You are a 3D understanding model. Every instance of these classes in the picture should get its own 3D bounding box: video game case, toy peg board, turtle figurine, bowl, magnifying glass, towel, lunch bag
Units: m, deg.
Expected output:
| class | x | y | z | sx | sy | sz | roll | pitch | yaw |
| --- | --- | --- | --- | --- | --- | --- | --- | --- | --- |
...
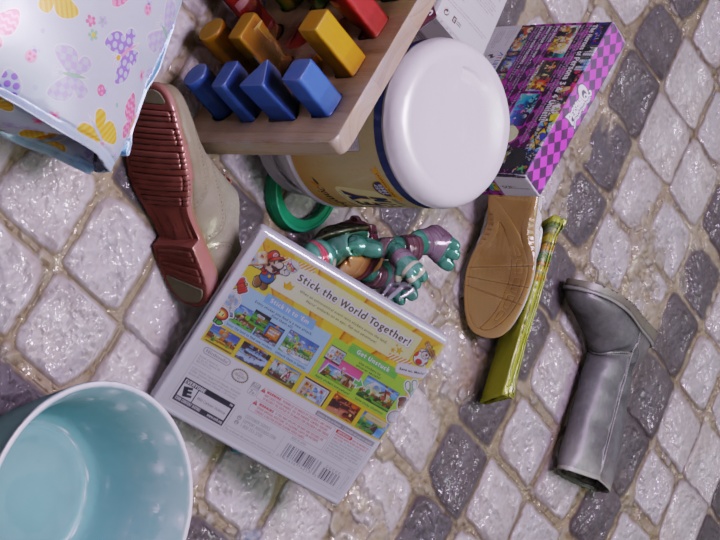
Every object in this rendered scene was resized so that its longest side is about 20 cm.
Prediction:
| class | x | y | z | sx | sy | sz | roll | pitch | yaw |
| --- | --- | --- | --- | --- | --- | --- | --- | --- | --- |
| video game case | 0.141 | -0.159 | 1.615 | 0.036 | 0.180 | 0.201 | 50 | 59 | -35 |
| toy peg board | -0.062 | -0.205 | 1.391 | 0.098 | 0.199 | 0.200 | 47 | 61 | -35 |
| turtle figurine | 0.000 | 0.000 | 1.529 | 0.199 | 0.149 | 0.102 | -8 | 81 | -53 |
| bowl | -0.240 | 0.182 | 1.306 | 0.200 | 0.105 | 0.203 | -4 | 96 | -45 |
| magnifying glass | -0.033 | -0.128 | 1.556 | 0.080 | 0.022 | 0.201 | 40 | 67 | -39 |
| towel | 0.170 | 0.043 | 1.736 | 0.018 | 0.086 | 0.201 | 20 | 77 | -7 |
| lunch bag | -0.244 | -0.185 | 1.257 | 0.199 | 0.127 | 0.171 | 27 | 77 | -32 |
| video game case | -0.053 | 0.084 | 1.440 | 0.199 | 0.023 | 0.183 | 31 | 99 | -18 |

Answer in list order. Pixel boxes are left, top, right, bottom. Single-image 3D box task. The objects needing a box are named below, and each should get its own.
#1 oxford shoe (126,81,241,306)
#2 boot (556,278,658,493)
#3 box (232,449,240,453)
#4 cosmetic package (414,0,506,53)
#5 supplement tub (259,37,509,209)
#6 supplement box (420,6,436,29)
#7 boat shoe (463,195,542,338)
| class | x | y | z | sx | sy | sz | roll | pitch | yaw |
| --- | --- | --- | --- | --- | --- | --- | --- | --- | --- |
| oxford shoe | -0.146 | -0.073 | 1.413 | 0.074 | 0.070 | 0.201 | -36 | 128 | -42 |
| boot | 0.255 | 0.129 | 1.845 | 0.182 | 0.072 | 0.201 | 36 | 75 | -39 |
| box | -0.037 | 0.106 | 1.547 | 0.199 | 0.049 | 0.083 | -19 | 107 | -43 |
| cosmetic package | 0.092 | -0.304 | 1.607 | 0.085 | 0.107 | 0.201 | 42 | 66 | -39 |
| supplement tub | 0.015 | -0.127 | 1.449 | 0.144 | 0.199 | 0.146 | -3 | 94 | -43 |
| supplement box | -0.016 | -0.305 | 1.495 | 0.061 | 0.108 | 0.201 | -40 | 119 | -36 |
| boat shoe | 0.158 | -0.028 | 1.724 | 0.069 | 0.070 | 0.202 | 4 | 99 | -74 |
